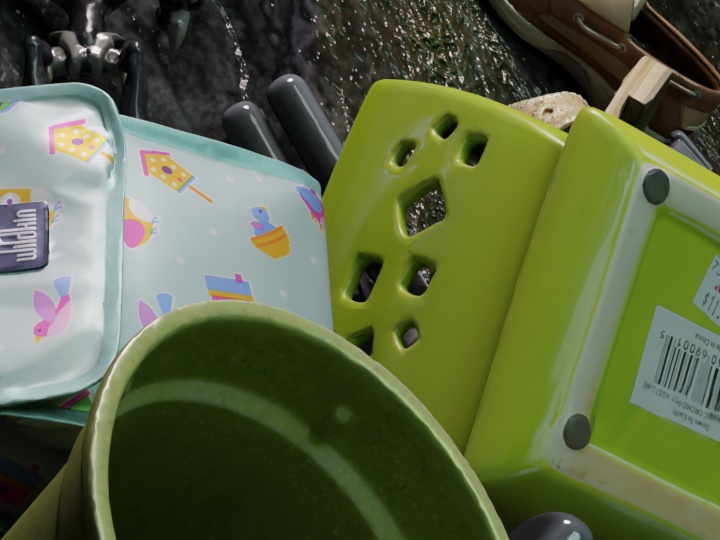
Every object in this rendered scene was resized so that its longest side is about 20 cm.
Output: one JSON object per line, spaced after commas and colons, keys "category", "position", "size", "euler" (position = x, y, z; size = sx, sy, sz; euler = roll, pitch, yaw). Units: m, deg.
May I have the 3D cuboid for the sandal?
{"category": "sandal", "position": [0.108, -0.070, 1.405], "size": [0.069, 0.078, 0.212], "euler": [29, 39, 9]}

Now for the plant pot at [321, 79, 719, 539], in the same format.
{"category": "plant pot", "position": [0.095, 0.039, 1.119], "size": [0.199, 0.181, 0.200], "euler": [27, 77, -33]}

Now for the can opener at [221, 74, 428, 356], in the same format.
{"category": "can opener", "position": [0.000, 0.000, 1.239], "size": [0.201, 0.053, 0.067], "euler": [60, 3, 11]}

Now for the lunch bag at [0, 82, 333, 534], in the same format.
{"category": "lunch bag", "position": [-0.114, 0.022, 1.015], "size": [0.199, 0.122, 0.171], "euler": [21, 46, -28]}

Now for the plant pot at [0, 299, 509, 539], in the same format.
{"category": "plant pot", "position": [-0.069, 0.142, 0.905], "size": [0.200, 0.184, 0.201], "euler": [29, 42, -30]}

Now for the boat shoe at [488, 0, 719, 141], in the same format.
{"category": "boat shoe", "position": [0.143, -0.158, 1.505], "size": [0.200, 0.072, 0.076], "euler": [43, 36, -14]}

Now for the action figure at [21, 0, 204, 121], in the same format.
{"category": "action figure", "position": [-0.121, -0.129, 1.145], "size": [0.118, 0.102, 0.201], "euler": [4, 57, -15]}

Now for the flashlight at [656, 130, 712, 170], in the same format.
{"category": "flashlight", "position": [0.223, 0.013, 1.460], "size": [0.200, 0.068, 0.068], "euler": [50, 61, -6]}

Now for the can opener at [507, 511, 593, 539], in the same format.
{"category": "can opener", "position": [0.035, 0.149, 1.010], "size": [0.053, 0.200, 0.067], "euler": [46, 57, -10]}
